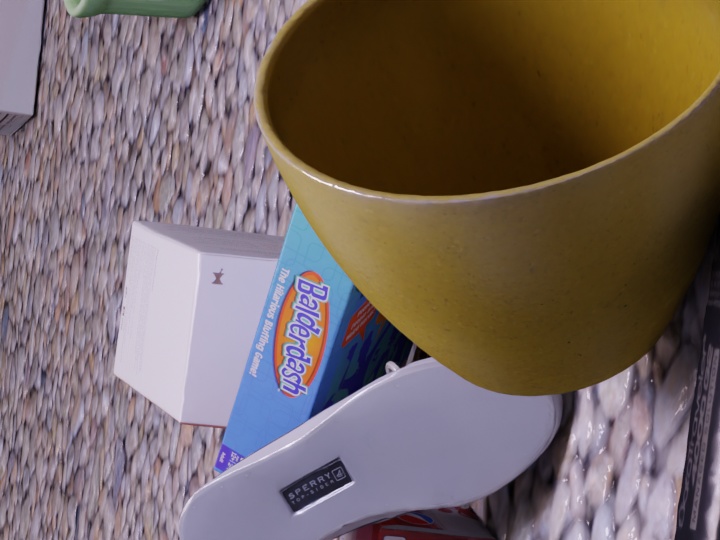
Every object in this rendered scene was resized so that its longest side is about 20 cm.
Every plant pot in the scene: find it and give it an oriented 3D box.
[{"bbox_3d":[0.067,-0.034,1.184,0.200,0.199,0.143,-106,2,-53],"label":"plant pot"}]

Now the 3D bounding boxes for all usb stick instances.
[{"bbox_3d":[0.144,0.072,1.107,0.055,0.032,0.201,-161,78,-81],"label":"usb stick"}]

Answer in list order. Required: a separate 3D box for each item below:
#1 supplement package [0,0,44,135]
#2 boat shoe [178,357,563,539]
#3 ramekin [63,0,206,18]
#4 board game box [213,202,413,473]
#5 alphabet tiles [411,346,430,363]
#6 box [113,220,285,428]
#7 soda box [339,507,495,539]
[{"bbox_3d":[-0.437,-0.233,2.944,0.151,0.199,0.153,159,117,-73],"label":"supplement package"},{"bbox_3d":[0.012,0.090,1.386,0.075,0.201,0.086,60,-161,-3],"label":"boat shoe"},{"bbox_3d":[-0.162,-0.287,2.193,0.200,0.097,0.201,-173,90,-74],"label":"ramekin"},{"bbox_3d":[0.000,0.000,1.452,0.152,0.045,0.201,-45,-22,-52],"label":"board game box"},{"bbox_3d":[0.062,0.004,1.464,0.168,0.007,0.201,-105,26,-52],"label":"alphabet tiles"},{"bbox_3d":[-0.062,0.033,1.671,0.200,0.124,0.098,-159,76,-74],"label":"box"},{"bbox_3d":[0.013,0.216,1.445,0.070,0.063,0.201,-138,57,-70],"label":"soda box"}]
